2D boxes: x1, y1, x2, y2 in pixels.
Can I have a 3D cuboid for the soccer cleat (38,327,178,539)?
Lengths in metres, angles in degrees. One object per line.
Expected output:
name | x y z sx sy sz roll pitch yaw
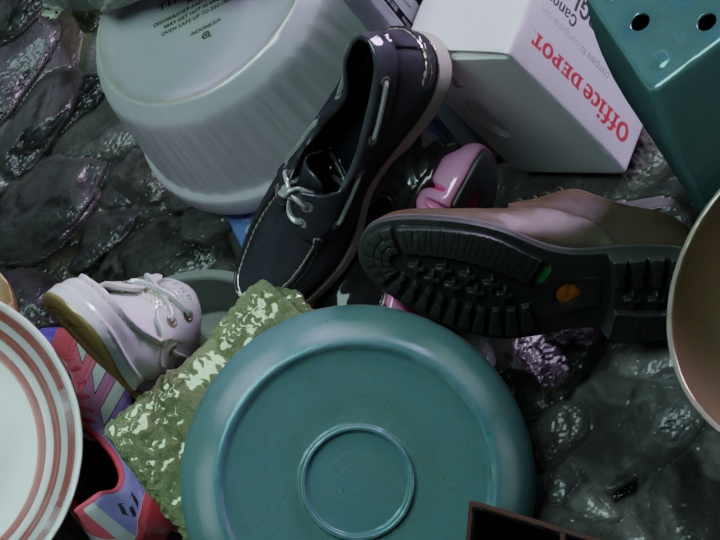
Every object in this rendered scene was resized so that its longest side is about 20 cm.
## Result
soccer cleat | -0.170 0.094 1.703 0.067 0.076 0.200 -39 47 8

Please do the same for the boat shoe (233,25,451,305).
boat shoe | -0.026 -0.057 1.611 0.073 0.063 0.200 47 114 32

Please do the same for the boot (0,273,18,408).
boot | -0.237 0.104 1.733 0.071 0.144 0.202 3 80 2

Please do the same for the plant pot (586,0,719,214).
plant pot | 0.216 -0.097 1.520 0.141 0.200 0.141 -37 48 10

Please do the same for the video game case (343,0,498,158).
video game case | 0.065 -0.192 1.688 0.022 0.200 0.182 9 68 33

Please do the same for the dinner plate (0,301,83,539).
dinner plate | -0.260 0.105 1.642 0.200 0.024 0.201 0 73 1

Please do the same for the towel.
towel | -0.035 0.120 1.601 0.148 0.036 0.200 -43 87 -3

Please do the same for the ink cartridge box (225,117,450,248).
ink cartridge box | -0.030 -0.086 1.776 0.136 0.076 0.200 -37 45 10

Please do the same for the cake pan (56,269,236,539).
cake pan | -0.113 0.095 1.741 0.200 0.037 0.201 -18 53 26

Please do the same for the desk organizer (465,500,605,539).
desk organizer | 0.136 0.186 1.477 0.200 0.077 0.072 13 70 40

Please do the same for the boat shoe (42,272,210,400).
boat shoe | -0.127 0.030 1.638 0.069 0.200 0.071 -43 74 -3

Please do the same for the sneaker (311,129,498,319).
sneaker | 0.000 0.000 1.660 0.095 0.079 0.200 30 98 18

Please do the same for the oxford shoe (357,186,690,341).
oxford shoe | 0.096 -0.009 1.598 0.200 0.073 0.084 8 36 -7

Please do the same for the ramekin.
ramekin | -0.072 -0.142 1.724 0.202 0.094 0.203 -19 52 26

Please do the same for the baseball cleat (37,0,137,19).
baseball cleat | -0.130 -0.210 1.710 0.200 0.070 0.107 1 54 27

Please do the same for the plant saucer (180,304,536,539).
plant saucer | -0.001 0.118 1.569 0.200 0.027 0.201 0 87 0

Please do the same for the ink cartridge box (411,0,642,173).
ink cartridge box | 0.125 -0.175 1.672 0.083 0.146 0.200 5 66 40

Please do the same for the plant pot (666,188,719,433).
plant pot | 0.274 0.034 1.439 0.200 0.134 0.201 -17 54 25
